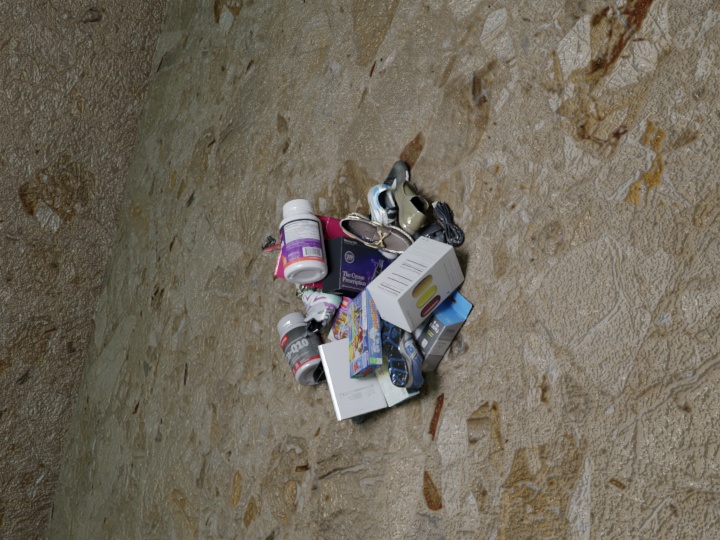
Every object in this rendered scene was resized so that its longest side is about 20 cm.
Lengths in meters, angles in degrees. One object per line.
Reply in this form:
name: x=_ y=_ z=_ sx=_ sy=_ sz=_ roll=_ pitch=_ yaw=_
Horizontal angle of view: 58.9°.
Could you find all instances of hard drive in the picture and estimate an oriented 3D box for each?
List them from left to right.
hard drive: x=-0.021 y=0.275 z=1.655 sx=0.026 sy=0.132 sz=0.201 roll=90 pitch=164 yaw=-70

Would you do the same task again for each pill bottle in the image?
pill bottle: x=-0.149 y=-0.077 z=1.632 sx=0.111 sy=0.111 sz=0.201 roll=-31 pitch=58 yaw=39
pill bottle: x=-0.170 y=0.227 z=1.873 sx=0.114 sy=0.114 sz=0.200 roll=-52 pitch=48 yaw=25

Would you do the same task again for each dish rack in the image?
dish rack: x=-0.041 y=0.313 z=1.728 sx=0.200 sy=0.054 sz=0.154 roll=55 pitch=133 yaw=30

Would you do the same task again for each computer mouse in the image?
computer mouse: x=0.161 y=-0.075 z=1.635 sx=0.200 sy=0.053 sz=0.139 roll=-44 pitch=52 yaw=32

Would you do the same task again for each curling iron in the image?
curling iron: x=-0.215 y=-0.081 z=1.770 sx=0.200 sy=0.026 sz=0.050 roll=-5 pitch=80 yaw=47

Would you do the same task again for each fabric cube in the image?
fabric cube: x=-0.092 y=-0.048 z=1.796 sx=0.196 sy=0.199 sz=0.201 roll=16 pitch=92 yaw=49

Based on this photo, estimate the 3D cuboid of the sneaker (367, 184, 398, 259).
sneaker: x=0.068 y=-0.126 z=1.666 sx=0.072 sy=0.072 sz=0.201 roll=-6 pitch=98 yaw=56

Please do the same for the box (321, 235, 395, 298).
box: x=0.000 y=0.000 z=1.681 sx=0.079 sy=0.200 sz=0.142 roll=-14 pitch=71 yaw=46

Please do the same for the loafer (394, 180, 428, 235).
loafer: x=0.138 y=-0.171 z=1.647 sx=0.068 sy=0.076 sz=0.200 roll=-38 pitch=35 yaw=28

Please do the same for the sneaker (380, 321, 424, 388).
sneaker: x=0.101 y=0.196 z=1.527 sx=0.076 sy=0.077 sz=0.200 roll=-37 pitch=45 yaw=35

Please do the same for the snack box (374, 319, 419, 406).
snack box: x=0.071 y=0.233 z=1.607 sx=0.116 sy=0.037 sz=0.200 roll=-46 pitch=63 yaw=57

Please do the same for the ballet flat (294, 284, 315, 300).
ballet flat: x=-0.161 y=-0.005 z=1.951 sx=0.068 sy=0.075 sz=0.201 roll=13 pitch=90 yaw=49

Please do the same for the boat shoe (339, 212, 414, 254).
boat shoe: x=0.040 y=-0.090 z=1.624 sx=0.200 sy=0.060 sz=0.072 roll=26 pitch=111 yaw=14

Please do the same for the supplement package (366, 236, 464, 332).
supplement package: x=0.134 y=0.031 z=1.521 sx=0.200 sy=0.114 sz=0.109 roll=-43 pitch=38 yaw=-22

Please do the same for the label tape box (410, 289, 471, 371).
label tape box: x=0.167 y=0.127 z=1.570 sx=0.143 sy=0.066 sz=0.200 roll=46 pitch=116 yaw=43

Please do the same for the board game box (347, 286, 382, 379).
board game box: x=0.009 y=0.158 z=1.599 sx=0.135 sy=0.034 sz=0.201 roll=134 pitch=139 yaw=-58

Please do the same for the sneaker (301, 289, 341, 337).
sneaker: x=-0.139 y=0.131 z=1.846 sx=0.200 sy=0.078 sz=0.140 roll=-14 pitch=49 yaw=64

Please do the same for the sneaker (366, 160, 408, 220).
sneaker: x=0.071 y=-0.208 z=1.738 sx=0.066 sy=0.090 sz=0.201 roll=24 pitch=98 yaw=47

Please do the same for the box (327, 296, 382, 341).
box: x=0.000 y=0.167 z=1.760 sx=0.200 sy=0.039 sz=0.137 roll=31 pitch=104 yaw=47
